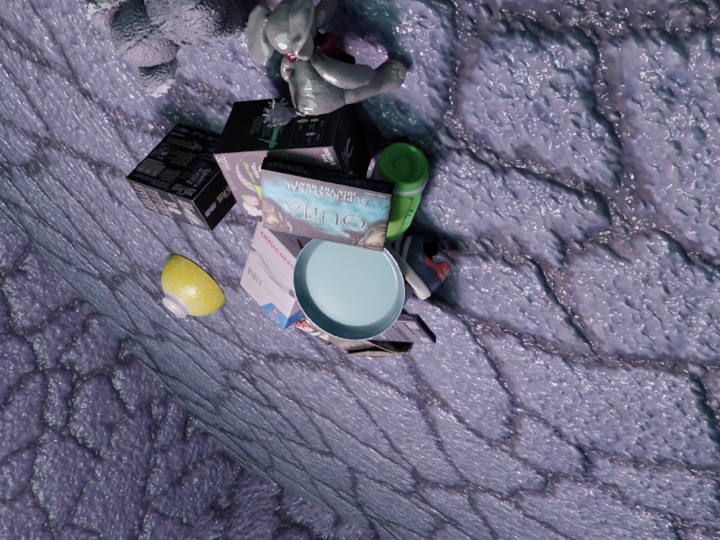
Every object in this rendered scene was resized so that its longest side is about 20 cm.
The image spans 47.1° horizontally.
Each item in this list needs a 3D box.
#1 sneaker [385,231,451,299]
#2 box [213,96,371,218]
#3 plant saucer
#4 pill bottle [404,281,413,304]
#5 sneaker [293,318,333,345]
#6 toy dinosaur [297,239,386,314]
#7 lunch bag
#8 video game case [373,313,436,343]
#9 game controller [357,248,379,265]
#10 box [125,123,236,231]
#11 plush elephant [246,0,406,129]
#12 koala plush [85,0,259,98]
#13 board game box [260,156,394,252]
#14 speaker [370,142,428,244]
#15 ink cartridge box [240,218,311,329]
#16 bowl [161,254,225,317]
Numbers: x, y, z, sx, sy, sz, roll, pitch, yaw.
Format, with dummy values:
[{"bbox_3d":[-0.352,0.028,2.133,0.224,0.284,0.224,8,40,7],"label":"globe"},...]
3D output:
[{"bbox_3d":[0.083,-0.042,1.426,0.201,0.084,0.075,51,178,32],"label":"sneaker"},{"bbox_3d":[-0.102,-0.177,1.291,0.197,0.126,0.149,-1,141,18],"label":"box"},{"bbox_3d":[-0.018,0.023,1.404,0.197,0.027,0.203,6,114,14],"label":"plant saucer"},{"bbox_3d":[0.000,0.000,1.541,0.199,0.113,0.112,40,155,-6],"label":"pill bottle"},{"bbox_3d":[-0.094,0.126,1.921,0.199,0.071,0.098,7,139,45],"label":"sneaker"},{"bbox_3d":[-0.029,0.005,1.458,0.200,0.102,0.077,48,-170,-4],"label":"toy dinosaur"},{"bbox_3d":[0.003,0.117,1.728,0.199,0.118,0.164,40,160,-14],"label":"lunch bag"},{"bbox_3d":[0.028,0.104,1.516,0.197,0.019,0.143,3,161,20],"label":"video game case"},{"bbox_3d":[-0.024,-0.088,1.442,0.201,0.042,0.104,52,-167,0],"label":"game controller"},{"bbox_3d":[-0.322,-0.182,1.594,0.198,0.165,0.087,18,149,34],"label":"box"},{"bbox_3d":[-0.066,-0.296,1.094,0.164,0.199,0.157,21,133,44],"label":"plush elephant"},{"bbox_3d":[-0.265,-0.350,1.131,0.198,0.185,0.178,-27,119,18],"label":"koala plush"},{"bbox_3d":[-0.053,-0.097,1.250,0.197,0.028,0.136,12,142,4],"label":"board game box"},{"bbox_3d":[0.050,-0.118,1.311,0.088,0.089,0.201,34,154,6],"label":"speaker"},{"bbox_3d":[-0.152,-0.004,1.669,0.145,0.084,0.201,44,139,17],"label":"ink cartridge box"},{"bbox_3d":[-0.483,0.063,2.280,0.198,0.108,0.201,30,154,17],"label":"bowl"}]
